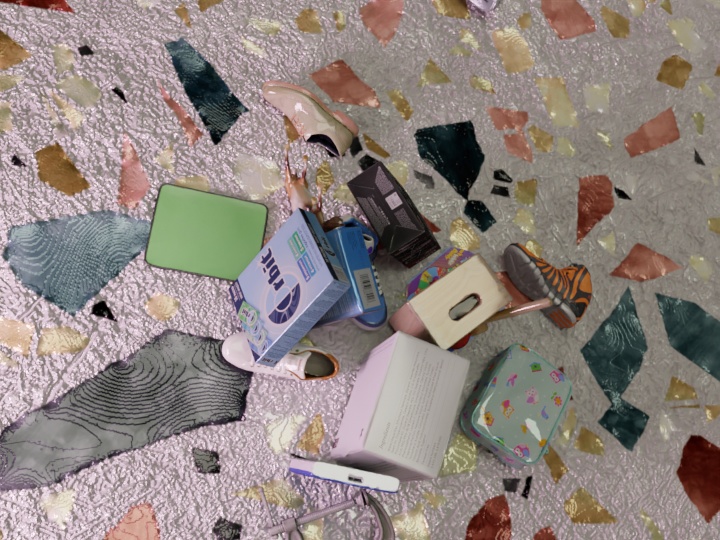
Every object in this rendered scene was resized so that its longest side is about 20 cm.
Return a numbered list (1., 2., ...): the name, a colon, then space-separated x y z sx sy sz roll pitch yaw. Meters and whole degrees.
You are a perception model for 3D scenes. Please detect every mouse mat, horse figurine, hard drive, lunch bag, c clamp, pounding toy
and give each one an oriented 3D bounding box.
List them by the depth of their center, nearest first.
1. hard drive: -0.030 0.318 1.242 0.132 0.200 0.025 14 75 -11
2. c clamp: -0.048 0.410 1.277 0.200 0.027 0.171 -12 86 -7
3. pounding toy: 0.182 0.070 1.364 0.200 0.184 0.142 -34 84 -16
4. horse figurine: -0.093 -0.125 1.387 0.050 0.133 0.200 -19 58 -19
5. mouse mat: -0.269 -0.065 1.412 0.200 0.008 0.161 11 69 -11
6. lunch bag: 0.281 0.247 1.426 0.160 0.077 0.200 36 66 -3

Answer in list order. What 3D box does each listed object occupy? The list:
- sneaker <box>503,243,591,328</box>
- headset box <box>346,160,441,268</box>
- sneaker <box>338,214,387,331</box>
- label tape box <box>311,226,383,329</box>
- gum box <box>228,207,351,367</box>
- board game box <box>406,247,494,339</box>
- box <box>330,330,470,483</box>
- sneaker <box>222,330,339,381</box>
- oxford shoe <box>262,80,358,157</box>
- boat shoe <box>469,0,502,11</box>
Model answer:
1. sneaker: 0.366 0.008 1.542 0.200 0.078 0.112 50 61 -7
2. headset box: 0.065 -0.093 1.423 0.077 0.200 0.149 -32 77 7
3. sneaker: 0.000 0.000 1.391 0.080 0.146 0.200 -22 78 -22
4. label tape box: -0.071 0.022 1.354 0.063 0.200 0.144 -11 84 -51
5. gum box: -0.120 0.027 1.289 0.045 0.200 0.170 22 30 -44
6. board game box: 0.184 0.043 1.487 0.200 0.039 0.158 -39 86 -24
7. box: 0.061 0.228 1.300 0.131 0.199 0.200 23 69 -9
8. sneaker: -0.129 0.141 1.333 0.200 0.085 0.073 10 88 -12
9. oxford shoe: -0.102 -0.287 1.504 0.200 0.071 0.074 28 69 -5
10. boat shoe: 0.225 -0.634 1.729 0.200 0.074 0.067 47 38 4
